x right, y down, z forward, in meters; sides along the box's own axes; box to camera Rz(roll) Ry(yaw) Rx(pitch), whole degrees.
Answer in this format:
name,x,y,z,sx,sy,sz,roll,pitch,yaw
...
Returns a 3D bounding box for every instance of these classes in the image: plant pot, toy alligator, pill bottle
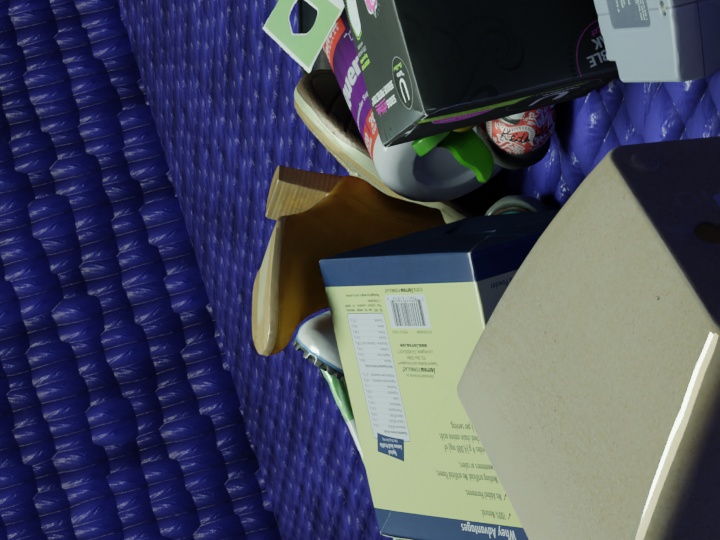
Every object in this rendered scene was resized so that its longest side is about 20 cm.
name,x,y,z,sx,sy,sz,roll,pitch,yaw
plant pot,0.182,0.045,1.037,0.200,0.199,0.178,-115,27,-44
toy alligator,0.036,-0.149,1.501,0.059,0.054,0.201,177,73,-77
pill bottle,0.038,-0.155,1.670,0.113,0.112,0.201,88,163,-50

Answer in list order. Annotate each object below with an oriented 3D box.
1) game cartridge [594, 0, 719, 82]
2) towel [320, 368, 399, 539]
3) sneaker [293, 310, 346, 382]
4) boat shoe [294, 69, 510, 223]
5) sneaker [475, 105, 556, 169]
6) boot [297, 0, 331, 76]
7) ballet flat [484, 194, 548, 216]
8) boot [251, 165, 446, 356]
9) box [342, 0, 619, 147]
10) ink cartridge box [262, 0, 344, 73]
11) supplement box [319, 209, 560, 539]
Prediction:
name,x,y,z,sx,sy,sz,roll,pitch,yaw
game cartridge,0.154,-0.204,1.221,0.133,0.041,0.201,-166,62,-73
towel,0.027,0.126,1.711,0.152,0.023,0.201,-17,-95,-66
sneaker,0.017,0.037,1.640,0.072,0.200,0.073,36,113,20
boat shoe,0.023,-0.076,1.726,0.200,0.072,0.076,40,139,15
sneaker,0.084,-0.178,1.530,0.108,0.067,0.202,96,154,-59
boot,-0.023,-0.252,1.944,0.168,0.076,0.201,91,168,-66
ballet flat,0.136,0.041,1.609,0.064,0.067,0.201,-33,-68,-72
boot,0.000,0.000,1.584,0.202,0.143,0.071,-85,13,-51
box,0.067,-0.196,1.366,0.124,0.148,0.201,156,100,-78
ink cartridge box,0.008,-0.240,1.591,0.201,0.048,0.146,-64,22,10
supplement box,0.094,0.071,1.477,0.200,0.134,0.201,-2,102,60
